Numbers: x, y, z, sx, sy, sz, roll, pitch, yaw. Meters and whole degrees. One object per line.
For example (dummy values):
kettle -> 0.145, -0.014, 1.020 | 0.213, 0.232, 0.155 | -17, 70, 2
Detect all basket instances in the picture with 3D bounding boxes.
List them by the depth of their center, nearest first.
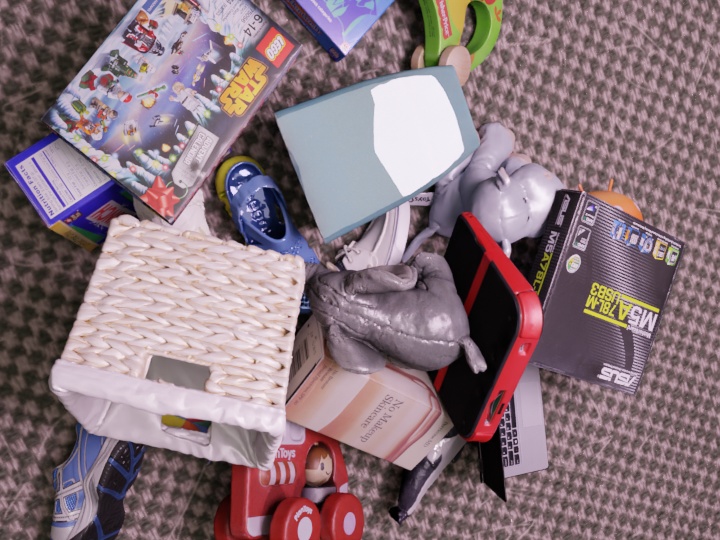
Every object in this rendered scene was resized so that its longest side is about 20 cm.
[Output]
basket -> -0.158, 0.079, 0.672 | 0.193, 0.201, 0.165 | 13, 64, -6

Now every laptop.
laptop -> 0.195, 0.162, 0.865 | 0.196, 0.115, 0.193 | 1, 82, -35

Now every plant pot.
plant pot -> 0.022, -0.144, 0.790 | 0.196, 0.142, 0.144 | -23, 102, 1

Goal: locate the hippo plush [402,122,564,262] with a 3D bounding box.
hippo plush -> 0.153, -0.101, 0.848 | 0.195, 0.160, 0.164 | -12, 99, -16

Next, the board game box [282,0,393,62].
board game box -> -0.010, -0.376, 0.830 | 0.152, 0.045, 0.201 | 42, 82, -17

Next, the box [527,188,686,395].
box -> 0.277, 0.031, 0.825 | 0.196, 0.047, 0.198 | 19, 90, -30

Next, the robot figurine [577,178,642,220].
robot figurine -> 0.313, -0.014, 0.930 | 0.140, 0.117, 0.206 | -5, 97, 6

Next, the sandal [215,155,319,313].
sandal -> -0.100, -0.036, 0.816 | 0.079, 0.087, 0.203 | -35, 106, -13

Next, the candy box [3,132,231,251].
candy box -> -0.231, -0.114, 0.721 | 0.198, 0.169, 0.078 | -35, 91, -10

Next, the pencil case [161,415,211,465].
pencil case -> -0.231, 0.140, 0.794 | 0.197, 0.088, 0.090 | 30, 87, -18

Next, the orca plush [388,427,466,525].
orca plush -> 0.087, 0.226, 0.926 | 0.203, 0.070, 0.105 | -58, 152, 0

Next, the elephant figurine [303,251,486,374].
elephant figurine -> 0.008, 0.045, 0.752 | 0.196, 0.154, 0.145 | 10, 65, -32

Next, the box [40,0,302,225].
box -> -0.162, -0.163, 0.630 | 0.136, 0.040, 0.202 | 37, 81, -10

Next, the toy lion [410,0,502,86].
toy lion -> 0.127, -0.350, 0.848 | 0.191, 0.068, 0.203 | -38, 128, -27

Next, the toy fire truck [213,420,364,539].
toy fire truck -> -0.077, 0.237, 0.824 | 0.198, 0.110, 0.173 | 17, 71, -53

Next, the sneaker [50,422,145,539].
sneaker -> -0.309, 0.257, 0.797 | 0.076, 0.075, 0.204 | 28, 97, 21

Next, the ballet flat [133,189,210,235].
ballet flat -> -0.177, -0.038, 0.735 | 0.070, 0.201, 0.074 | 0, 69, -1

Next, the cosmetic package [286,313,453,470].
cosmetic package -> 0.005, 0.144, 0.836 | 0.197, 0.088, 0.104 | 27, 115, -26

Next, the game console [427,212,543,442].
game console -> 0.123, 0.066, 0.785 | 0.030, 0.178, 0.204 | 1, 127, -21

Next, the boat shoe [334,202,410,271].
boat shoe -> 0.000, 0.000, 0.862 | 0.068, 0.071, 0.205 | 18, 98, -18
